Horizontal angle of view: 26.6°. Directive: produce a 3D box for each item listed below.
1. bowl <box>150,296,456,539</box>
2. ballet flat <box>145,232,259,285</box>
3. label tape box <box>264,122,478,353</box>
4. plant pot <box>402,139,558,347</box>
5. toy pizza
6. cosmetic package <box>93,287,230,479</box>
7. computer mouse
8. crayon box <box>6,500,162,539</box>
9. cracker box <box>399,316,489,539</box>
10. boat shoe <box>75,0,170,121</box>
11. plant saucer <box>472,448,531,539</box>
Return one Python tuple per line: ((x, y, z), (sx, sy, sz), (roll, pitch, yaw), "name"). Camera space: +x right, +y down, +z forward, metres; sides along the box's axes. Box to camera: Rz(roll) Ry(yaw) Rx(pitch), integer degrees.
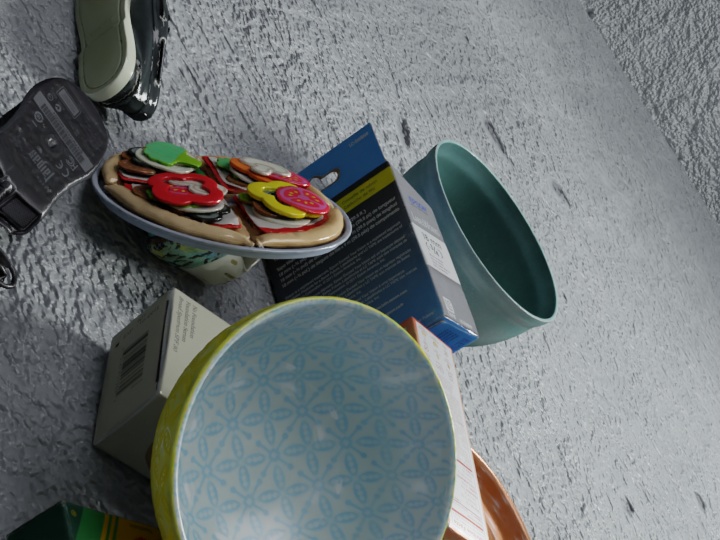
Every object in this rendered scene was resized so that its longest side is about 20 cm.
((-0.050, 0.117, 0.923), (0.199, 0.107, 0.201), (2, 86, -34), "bowl")
((-0.106, -0.025, 1.210), (0.074, 0.074, 0.200), (56, 26, -3), "ballet flat")
((0.000, 0.000, 1.284), (0.063, 0.144, 0.201), (27, 37, -51), "label tape box")
((0.081, -0.006, 1.474), (0.200, 0.134, 0.201), (44, 26, -28), "plant pot")
((-0.102, -0.060, 1.148), (0.199, 0.032, 0.200), (12, 20, -4), "toy pizza")
((-0.077, 0.112, 1.037), (0.200, 0.071, 0.106), (35, 33, -29), "cosmetic package")
((-0.252, -0.084, 1.011), (0.141, 0.046, 0.200), (53, 34, -22), "computer mouse")
((-0.121, 0.237, 0.844), (0.127, 0.051, 0.201), (29, 36, -50), "crayon box")
((0.015, 0.150, 1.133), (0.058, 0.134, 0.201), (39, 29, -35), "cracker box")
((-0.187, -0.202, 1.258), (0.066, 0.074, 0.200), (40, 28, -40), "boat shoe")
((0.087, 0.228, 1.309), (0.200, 0.037, 0.201), (44, 26, -28), "plant saucer")
